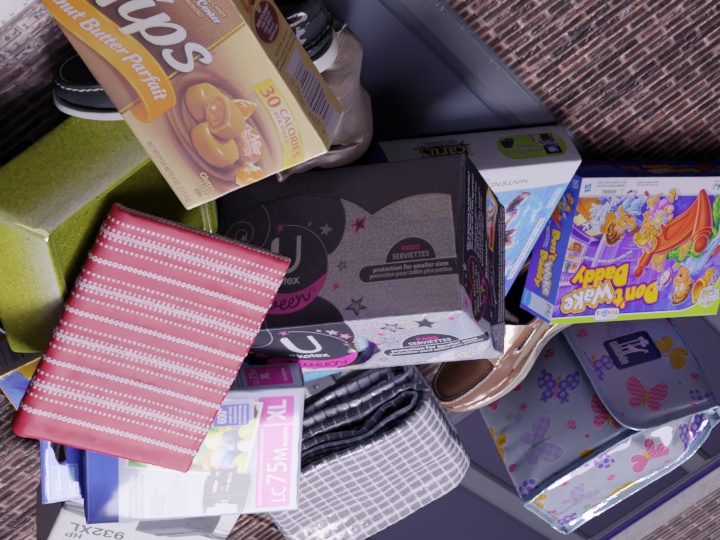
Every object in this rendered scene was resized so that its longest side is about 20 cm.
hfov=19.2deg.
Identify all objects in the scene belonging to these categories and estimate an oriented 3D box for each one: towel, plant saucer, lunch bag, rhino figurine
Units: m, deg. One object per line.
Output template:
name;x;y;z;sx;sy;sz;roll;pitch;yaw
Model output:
towel;-0.007;0.181;1.993;0.200;0.086;0.166;-30;147;3
plant saucer;-0.175;-0.039;1.527;0.200;0.048;0.200;-40;153;-22
lunch bag;0.219;0.117;1.991;0.200;0.170;0.127;-31;145;12
rhino figurine;-0.038;-0.139;1.541;0.087;0.060;0.200;-20;146;-6
towel;-0.152;0.053;1.533;0.144;0.023;0.200;16;115;-26

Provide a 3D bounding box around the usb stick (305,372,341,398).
usb stick;-0.111;0.126;1.884;0.200;0.033;0.055;-28;147;0

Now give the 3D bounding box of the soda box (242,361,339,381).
soda box;-0.037;0.042;1.730;0.199;0.068;0.064;-16;138;13

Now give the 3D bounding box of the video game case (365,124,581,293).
video game case;0.067;-0.032;1.783;0.181;0.046;0.200;-7;143;-28

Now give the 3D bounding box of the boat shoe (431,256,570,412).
boat shoe;0.133;0.045;1.924;0.200;0.076;0.072;-47;141;12

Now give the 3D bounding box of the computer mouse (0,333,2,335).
computer mouse;-0.245;0.040;1.644;0.199;0.059;0.034;-20;164;-10

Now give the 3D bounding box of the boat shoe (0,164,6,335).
boat shoe;-0.273;-0.015;1.530;0.074;0.066;0.200;-20;147;-10

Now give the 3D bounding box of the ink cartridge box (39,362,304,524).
ink cartridge box;-0.144;0.133;1.624;0.199;0.042;0.120;-2;121;-9

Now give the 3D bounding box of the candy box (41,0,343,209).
candy box;-0.112;-0.146;1.357;0.115;0.055;0.200;-21;117;25

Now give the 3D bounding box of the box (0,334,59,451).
box;-0.221;0.096;1.754;0.119;0.042;0.200;-26;146;-3

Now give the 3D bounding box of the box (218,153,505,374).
box;0.000;0.000;1.621;0.199;0.133;0.115;-6;158;19

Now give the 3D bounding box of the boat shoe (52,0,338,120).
boat shoe;-0.117;-0.155;1.434;0.199;0.076;0.060;-14;139;2

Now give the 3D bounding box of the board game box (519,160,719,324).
board game box;0.243;-0.027;1.871;0.200;0.045;0.135;-3;113;-35

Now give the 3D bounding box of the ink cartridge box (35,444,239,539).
ink cartridge box;-0.169;0.163;1.738;0.145;0.084;0.200;12;134;-19
